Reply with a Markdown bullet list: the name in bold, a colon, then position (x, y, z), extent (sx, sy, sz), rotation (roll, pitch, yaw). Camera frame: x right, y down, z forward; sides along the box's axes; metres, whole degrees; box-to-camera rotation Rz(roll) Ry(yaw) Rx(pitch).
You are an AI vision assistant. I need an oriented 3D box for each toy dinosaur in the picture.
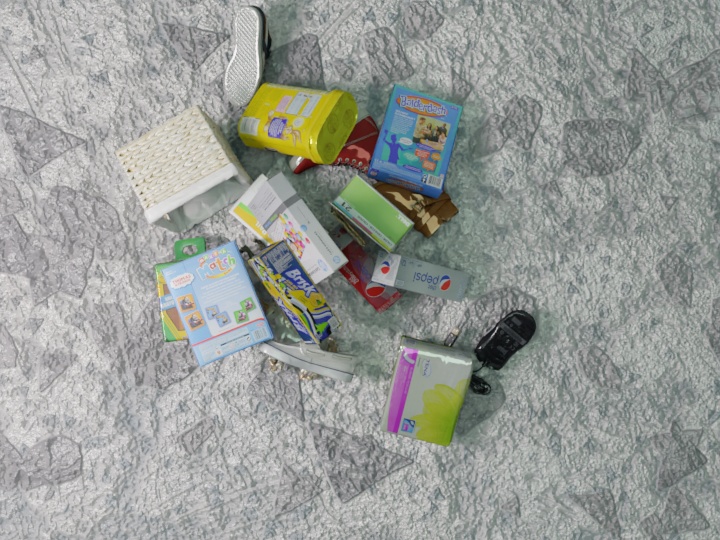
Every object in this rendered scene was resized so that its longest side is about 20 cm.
- **toy dinosaur**: position (-0.197, -0.019, 1.499), extent (0.088, 0.200, 0.047), rotation (25, 66, 34)

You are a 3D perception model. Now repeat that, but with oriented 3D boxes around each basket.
- **basket**: position (-0.340, -0.192, 1.464), extent (0.200, 0.198, 0.161), rotation (-31, 86, 1)

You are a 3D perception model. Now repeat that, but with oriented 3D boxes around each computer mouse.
- **computer mouse**: position (0.256, 0.145, 1.536), extent (0.140, 0.046, 0.200), rotation (34, 101, -3)

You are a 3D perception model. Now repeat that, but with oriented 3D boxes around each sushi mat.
- **sushi mat**: position (-0.022, -0.084, 1.457), extent (0.012, 0.200, 0.096), rotation (-43, 91, 2)

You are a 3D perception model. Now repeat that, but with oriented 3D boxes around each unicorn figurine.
- **unicorn figurine**: position (-0.140, 0.145, 1.530), extent (0.200, 0.074, 0.138), rotation (17, 90, -16)

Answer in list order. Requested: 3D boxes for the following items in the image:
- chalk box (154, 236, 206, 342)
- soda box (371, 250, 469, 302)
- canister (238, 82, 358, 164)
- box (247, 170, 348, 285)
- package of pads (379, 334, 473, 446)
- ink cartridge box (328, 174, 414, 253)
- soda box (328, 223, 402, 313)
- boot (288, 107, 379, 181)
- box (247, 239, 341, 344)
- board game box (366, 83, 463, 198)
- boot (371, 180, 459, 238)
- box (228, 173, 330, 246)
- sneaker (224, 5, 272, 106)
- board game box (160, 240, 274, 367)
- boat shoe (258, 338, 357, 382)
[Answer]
- **chalk box**: position (-0.334, 0.034, 1.497), extent (0.125, 0.124, 0.200), rotation (-8, 90, 0)
- **soda box**: position (0.120, 0.013, 1.469), extent (0.200, 0.068, 0.064), rotation (14, 90, -41)
- **canister**: position (-0.125, -0.294, 1.464), extent (0.200, 0.087, 0.149), rotation (16, 67, 30)
- **box**: position (-0.119, -0.070, 1.369), extent (0.041, 0.156, 0.200), rotation (-39, 94, -24)
- **package of pads**: position (0.136, 0.245, 1.507), extent (0.154, 0.068, 0.200), rotation (13, 103, 2)
- **ink cartridge box**: position (0.025, -0.106, 1.386), extent (0.148, 0.200, 0.076), rotation (41, 94, -2)
- **soda box**: position (0.000, 0.000, 1.468), extent (0.063, 0.070, 0.200), rotation (-41, 131, 0)
- **boot**: position (-0.034, -0.221, 1.524), extent (0.200, 0.072, 0.144), rotation (-33, 91, -3)
- **box**: position (-0.124, 0.043, 1.408), extent (0.064, 0.070, 0.200), rotation (-38, 102, -24)
- **board game box**: position (0.112, -0.261, 1.498), extent (0.152, 0.045, 0.200), rotation (18, 72, -4)
- **boot**: position (0.088, -0.122, 1.516), extent (0.200, 0.074, 0.155), rotation (-38, 86, -2)
- **box**: position (-0.151, -0.088, 1.502), extent (0.200, 0.112, 0.101), rotation (42, 90, -1)
- **sneaker**: position (-0.225, -0.439, 1.525), extent (0.078, 0.079, 0.200), rotation (17, 115, 6)
- **board game box**: position (-0.271, 0.063, 1.420), extent (0.151, 0.037, 0.200), rotation (-22, 90, -3)
- **boat shoe**: position (-0.100, 0.163, 1.468), extent (0.200, 0.072, 0.066), rotation (20, 84, -11)
